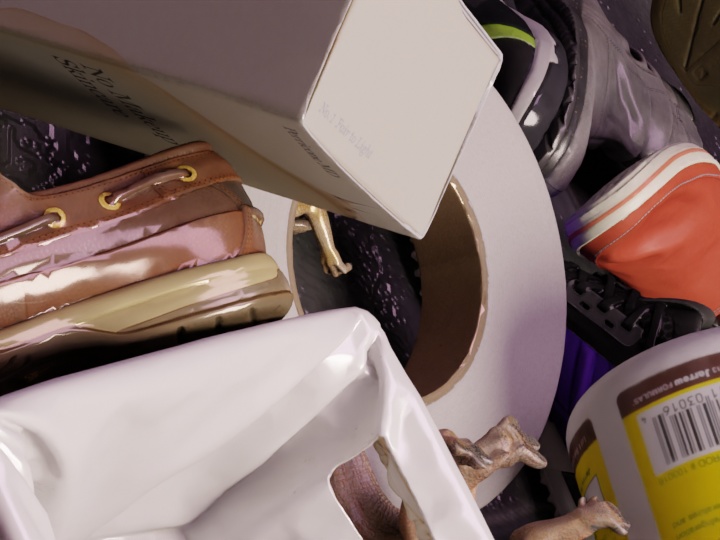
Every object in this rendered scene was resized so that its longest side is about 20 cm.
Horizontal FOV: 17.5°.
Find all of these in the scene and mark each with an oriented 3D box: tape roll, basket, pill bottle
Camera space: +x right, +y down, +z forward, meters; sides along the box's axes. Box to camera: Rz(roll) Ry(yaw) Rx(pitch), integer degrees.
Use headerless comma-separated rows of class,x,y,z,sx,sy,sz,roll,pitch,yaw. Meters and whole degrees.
tape roll,0.000,0.000,0.885,0.202,0.037,0.204,11,74,-42
basket,-0.062,0.107,0.708,0.200,0.123,0.136,-12,72,-55
pill bottle,0.151,0.128,0.854,0.109,0.109,0.201,15,50,-45

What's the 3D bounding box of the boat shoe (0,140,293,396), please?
boat shoe,-0.121,0.006,0.709,0.199,0.072,0.068,-12,76,-25

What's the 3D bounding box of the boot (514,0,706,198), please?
boot,0.120,-0.069,1.118,0.132,0.070,0.200,42,30,-22

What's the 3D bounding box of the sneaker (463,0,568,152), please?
sneaker,0.026,-0.103,1.028,0.083,0.072,0.200,19,23,-23

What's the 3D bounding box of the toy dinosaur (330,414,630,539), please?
toy dinosaur,0.031,0.131,0.815,0.200,0.136,0.086,40,14,-5

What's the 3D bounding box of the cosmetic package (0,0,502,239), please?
cosmetic package,-0.066,-0.084,0.776,0.073,0.199,0.104,-65,149,-10

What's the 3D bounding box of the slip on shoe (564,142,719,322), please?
slip on shoe,0.152,-0.009,1.086,0.061,0.074,0.200,56,12,23

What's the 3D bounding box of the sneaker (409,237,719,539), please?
sneaker,0.104,0.030,0.998,0.069,0.099,0.201,-17,73,-55

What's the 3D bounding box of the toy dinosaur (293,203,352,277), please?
toy dinosaur,-0.058,-0.049,0.902,0.200,0.058,0.101,56,35,-1

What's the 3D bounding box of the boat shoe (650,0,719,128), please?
boat shoe,0.219,-0.069,1.173,0.066,0.072,0.201,-6,62,-52
